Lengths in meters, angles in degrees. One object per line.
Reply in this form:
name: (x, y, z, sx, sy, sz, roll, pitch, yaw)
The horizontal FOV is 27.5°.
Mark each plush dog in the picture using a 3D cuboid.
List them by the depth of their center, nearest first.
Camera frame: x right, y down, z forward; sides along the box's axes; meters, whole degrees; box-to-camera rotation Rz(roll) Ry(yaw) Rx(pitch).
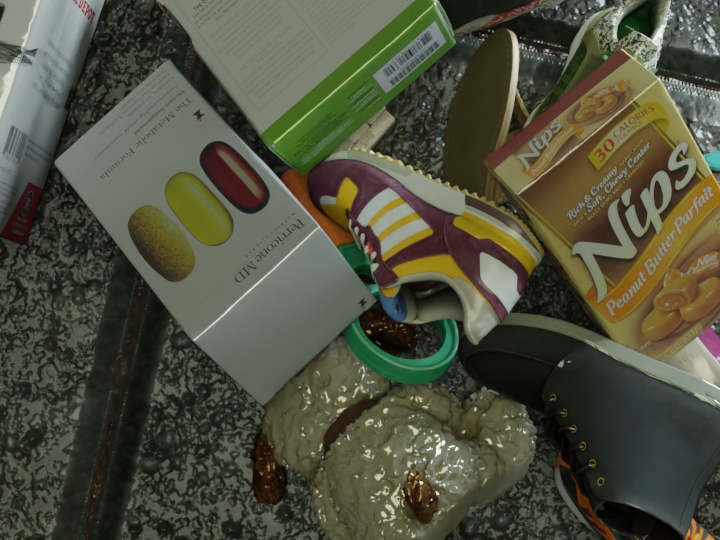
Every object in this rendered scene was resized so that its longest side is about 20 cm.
plush dog: (0.002, 0.124, 1.037, 0.171, 0.160, 0.200, 40, 88, 26)

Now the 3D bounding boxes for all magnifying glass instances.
magnifying glass: (0.000, 0.000, 1.047, 0.079, 0.023, 0.201, -14, 52, -32)

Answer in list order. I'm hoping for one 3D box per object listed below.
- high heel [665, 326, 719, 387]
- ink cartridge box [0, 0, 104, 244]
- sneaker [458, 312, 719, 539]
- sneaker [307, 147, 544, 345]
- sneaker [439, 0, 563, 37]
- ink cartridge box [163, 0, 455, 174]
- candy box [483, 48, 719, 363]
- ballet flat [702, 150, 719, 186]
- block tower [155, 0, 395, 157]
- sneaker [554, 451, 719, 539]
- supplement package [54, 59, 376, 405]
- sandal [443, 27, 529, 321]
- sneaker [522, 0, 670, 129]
high heel: (0.236, 0.054, 1.087, 0.067, 0.096, 0.200, -41, 66, 1)
ink cartridge box: (-0.259, -0.132, 1.038, 0.082, 0.147, 0.202, 17, 86, 3)
sneaker: (0.142, 0.102, 0.985, 0.198, 0.075, 0.107, 17, 60, 23)
sneaker: (0.023, -0.017, 0.991, 0.199, 0.075, 0.091, 21, 68, 41)
sneaker: (0.068, -0.200, 1.083, 0.200, 0.108, 0.068, -14, 96, 35)
ink cartridge box: (-0.052, -0.195, 1.020, 0.147, 0.076, 0.201, -39, 72, 5)
candy box: (0.179, -0.032, 0.972, 0.115, 0.055, 0.200, -39, 127, 1)
ballet flat: (0.243, -0.053, 1.078, 0.197, 0.074, 0.075, -5, 87, 4)
block tower: (-0.058, -0.149, 1.086, 0.200, 0.054, 0.058, 43, 88, 2)
sneaker: (0.216, 0.200, 1.036, 0.200, 0.112, 0.078, 42, 88, 2)
supplement package: (-0.100, -0.027, 1.007, 0.114, 0.110, 0.200, -42, 55, -2)
sandal: (0.103, -0.064, 1.083, 0.069, 0.077, 0.214, 16, 83, -28)
sneaker: (0.171, -0.130, 1.029, 0.076, 0.089, 0.201, 25, 57, -3)
